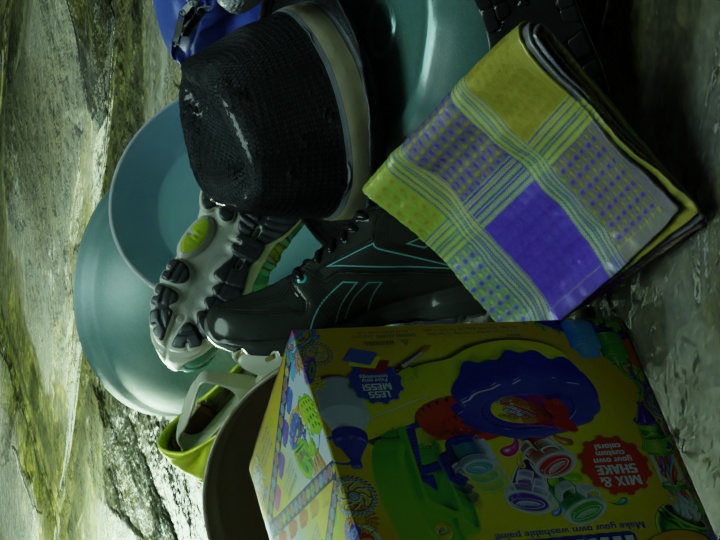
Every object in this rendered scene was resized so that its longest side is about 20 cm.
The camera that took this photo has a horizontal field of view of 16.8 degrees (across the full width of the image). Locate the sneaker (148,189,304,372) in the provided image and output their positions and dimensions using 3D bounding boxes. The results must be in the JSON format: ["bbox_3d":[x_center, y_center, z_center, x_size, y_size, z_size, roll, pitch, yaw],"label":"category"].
[{"bbox_3d":[-0.083,-0.019,1.665,0.200,0.077,0.080,-56,-14,-18],"label":"sneaker"}]

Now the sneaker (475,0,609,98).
[{"bbox_3d":[0.106,-0.133,1.380,0.088,0.075,0.201,-52,-45,-67],"label":"sneaker"}]

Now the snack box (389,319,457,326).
[{"bbox_3d":[0.037,-0.049,1.594,0.200,0.053,0.143,115,146,-49],"label":"snack box"}]

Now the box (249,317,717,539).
[{"bbox_3d":[0.066,0.138,1.319,0.122,0.199,0.193,109,151,-44],"label":"box"}]

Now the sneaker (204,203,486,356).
[{"bbox_3d":[0.000,0.000,1.470,0.075,0.199,0.080,-121,18,-80],"label":"sneaker"}]

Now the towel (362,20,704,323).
[{"bbox_3d":[0.091,-0.042,1.337,0.144,0.023,0.200,48,143,-1],"label":"towel"}]

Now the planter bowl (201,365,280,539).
[{"bbox_3d":[0.011,0.127,1.528,0.135,0.200,0.201,-61,-25,-74],"label":"planter bowl"}]

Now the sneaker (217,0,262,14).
[{"bbox_3d":[-0.053,-0.266,1.501,0.200,0.115,0.075,-50,-3,0],"label":"sneaker"}]

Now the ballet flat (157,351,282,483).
[{"bbox_3d":[-0.070,0.073,1.628,0.200,0.067,0.067,-48,29,33],"label":"ballet flat"}]

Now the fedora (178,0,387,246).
[{"bbox_3d":[-0.059,-0.096,1.533,0.200,0.091,0.201,170,90,-68],"label":"fedora"}]

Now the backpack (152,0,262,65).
[{"bbox_3d":[-0.049,-0.223,1.661,0.200,0.167,0.163,-60,44,50],"label":"backpack"}]

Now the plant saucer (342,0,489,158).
[{"bbox_3d":[0.027,-0.149,1.505,0.200,0.036,0.201,180,90,-67],"label":"plant saucer"}]

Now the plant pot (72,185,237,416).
[{"bbox_3d":[-0.095,0.016,1.819,0.134,0.200,0.201,5,98,43],"label":"plant pot"}]

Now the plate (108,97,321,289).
[{"bbox_3d":[-0.082,-0.052,1.746,0.026,0.200,0.201,75,180,-59],"label":"plate"}]
